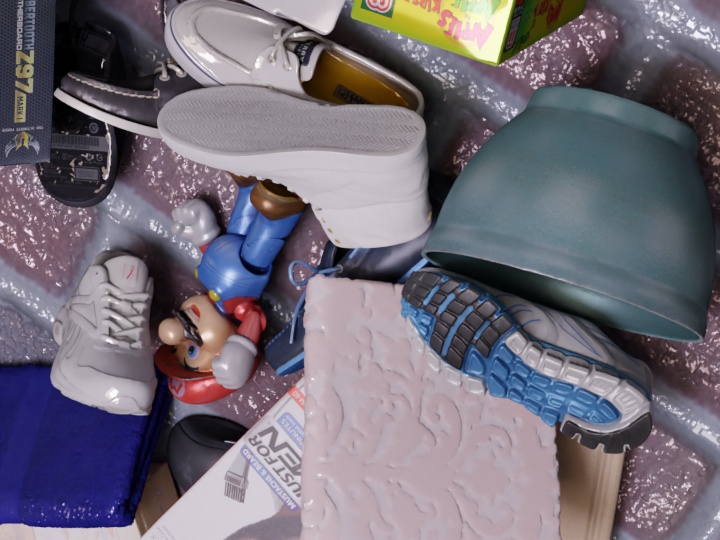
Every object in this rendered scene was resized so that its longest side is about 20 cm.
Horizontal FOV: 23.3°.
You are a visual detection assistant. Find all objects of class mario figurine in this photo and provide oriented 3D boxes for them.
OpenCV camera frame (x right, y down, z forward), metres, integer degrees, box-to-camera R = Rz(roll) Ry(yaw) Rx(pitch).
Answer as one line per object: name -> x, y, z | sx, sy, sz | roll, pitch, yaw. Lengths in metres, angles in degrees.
mario figurine -> -0.113, 0.013, 1.347 | 0.105, 0.124, 0.201 | 20, 110, -1

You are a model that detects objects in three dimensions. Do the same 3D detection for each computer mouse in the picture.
computer mouse -> -0.070, 0.152, 1.411 | 0.199, 0.046, 0.141 | 22, 115, 16
computer mouse -> -0.191, -0.152, 1.363 | 0.139, 0.046, 0.202 | -1, 101, 18

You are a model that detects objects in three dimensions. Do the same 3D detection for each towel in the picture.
towel -> 0.049, 0.108, 1.248 | 0.189, 0.032, 0.202 | 6, 69, -16
towel -> -0.256, 0.148, 1.452 | 0.199, 0.149, 0.050 | -3, 148, 26

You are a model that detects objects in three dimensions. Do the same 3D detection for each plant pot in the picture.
plant pot -> 0.156, -0.044, 1.188 | 0.199, 0.200, 0.135 | 17, 85, 17

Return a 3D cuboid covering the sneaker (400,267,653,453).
sneaker -> 0.121, 0.053, 1.246 | 0.199, 0.087, 0.075 | 31, 122, 2

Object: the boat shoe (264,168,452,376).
boat shoe -> 0.000, 0.000, 1.327 | 0.200, 0.084, 0.069 | -40, 81, 12

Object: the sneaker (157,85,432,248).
sneaker -> -0.045, -0.065, 1.251 | 0.198, 0.074, 0.116 | 10, 142, 18

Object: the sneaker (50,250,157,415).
sneaker -> -0.195, 0.040, 1.360 | 0.077, 0.200, 0.100 | 15, 108, -24

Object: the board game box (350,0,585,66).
board game box -> 0.080, -0.189, 1.152 | 0.101, 0.200, 0.048 | 21, 114, 16

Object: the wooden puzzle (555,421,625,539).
wooden puzzle -> 0.110, 0.153, 1.345 | 0.184, 0.037, 0.202 | 14, 107, 19

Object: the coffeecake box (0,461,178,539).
coffeecake box -> -0.243, 0.257, 1.500 | 0.199, 0.073, 0.155 | -9, 107, 25

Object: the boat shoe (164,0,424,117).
boat shoe -> -0.045, -0.148, 1.259 | 0.199, 0.071, 0.070 | 27, 157, -5

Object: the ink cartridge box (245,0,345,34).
ink cartridge box -> -0.077, -0.255, 1.257 | 0.199, 0.067, 0.116 | 27, 97, 12

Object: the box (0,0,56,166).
box -> -0.292, -0.187, 1.335 | 0.200, 0.051, 0.159 | 37, 127, 50

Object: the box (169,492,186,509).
box -> -0.027, 0.183, 1.359 | 0.200, 0.044, 0.161 | -41, 86, 22

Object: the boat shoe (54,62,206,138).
boat shoe -> -0.125, -0.124, 1.300 | 0.199, 0.074, 0.061 | 15, 103, -14

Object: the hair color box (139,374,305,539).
hair color box -> -0.058, 0.172, 1.310 | 0.111, 0.064, 0.200 | 46, 113, 4
